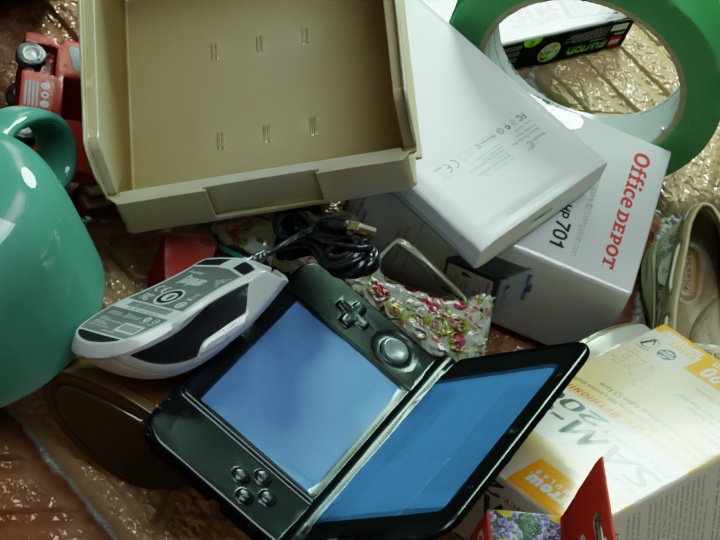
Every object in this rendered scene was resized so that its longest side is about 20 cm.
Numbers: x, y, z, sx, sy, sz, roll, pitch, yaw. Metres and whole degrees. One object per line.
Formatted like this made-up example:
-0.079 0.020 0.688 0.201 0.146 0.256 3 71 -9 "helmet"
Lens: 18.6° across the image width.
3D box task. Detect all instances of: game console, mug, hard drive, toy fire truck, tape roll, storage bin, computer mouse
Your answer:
0.005 0.070 1.277 0.176 0.117 0.200 40 43 5 "game console"
-0.241 -0.020 1.297 0.151 0.115 0.186 -19 47 4 "mug"
0.049 -0.101 1.455 0.200 0.026 0.132 43 52 19 "hard drive"
-0.166 -0.064 1.440 0.140 0.049 0.201 10 50 -14 "toy fire truck"
0.158 -0.146 1.526 0.199 0.201 0.048 23 48 -2 "tape roll"
-0.070 -0.140 1.382 0.198 0.094 0.200 -9 59 5 "storage bin"
-0.083 0.020 1.306 0.199 0.044 0.109 -29 25 -30 "computer mouse"

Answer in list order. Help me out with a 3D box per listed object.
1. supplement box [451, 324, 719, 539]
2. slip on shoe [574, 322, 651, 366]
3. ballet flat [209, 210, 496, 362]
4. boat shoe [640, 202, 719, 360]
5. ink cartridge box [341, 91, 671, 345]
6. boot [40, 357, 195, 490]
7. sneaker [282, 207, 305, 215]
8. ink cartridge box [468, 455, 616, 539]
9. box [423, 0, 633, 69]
0.160 0.120 1.349 0.199 0.074 0.126 -23 40 -34 "supplement box"
0.112 0.077 1.426 0.199 0.076 0.061 -27 50 -30 "slip on shoe"
0.000 0.000 1.434 0.199 0.064 0.076 28 4 -6 "ballet flat"
0.232 0.046 1.494 0.073 0.063 0.201 6 52 -17 "boat shoe"
0.097 -0.047 1.502 0.199 0.086 0.147 21 49 0 "ink cartridge box"
-0.090 0.064 1.357 0.199 0.074 0.155 26 48 -13 "boot"
-0.037 -0.103 1.516 0.086 0.080 0.200 42 54 -7 "sneaker"
0.086 0.198 1.228 0.050 0.200 0.110 7 51 -15 "ink cartridge box"
0.099 -0.203 1.658 0.199 0.035 0.110 -14 60 -29 "box"
